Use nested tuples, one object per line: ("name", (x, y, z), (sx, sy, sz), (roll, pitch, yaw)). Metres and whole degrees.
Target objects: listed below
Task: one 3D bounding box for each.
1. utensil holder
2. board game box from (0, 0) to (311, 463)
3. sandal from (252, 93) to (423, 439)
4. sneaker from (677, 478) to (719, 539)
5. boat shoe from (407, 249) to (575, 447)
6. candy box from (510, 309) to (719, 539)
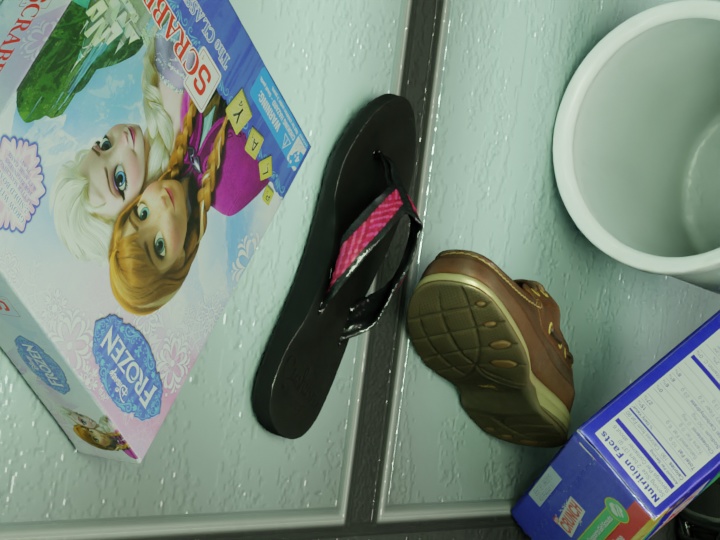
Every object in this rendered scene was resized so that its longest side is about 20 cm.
("utensil holder", (0.239, -0.068, 1.647), (0.200, 0.169, 0.171), (17, 82, -61))
("board game box", (-0.114, -0.048, 1.196), (0.200, 0.041, 0.200), (-63, 144, -28))
("sandal", (0.000, 0.000, 1.386), (0.075, 0.045, 0.201), (46, 59, -52))
("sneaker", (0.259, 0.208, 1.828), (0.088, 0.075, 0.200), (-54, 139, -28))
("boat shoe", (0.080, 0.035, 1.507), (0.200, 0.072, 0.068), (56, 46, -56))
("candy box", (0.201, 0.092, 1.573), (0.200, 0.077, 0.169), (-37, 170, -21))
